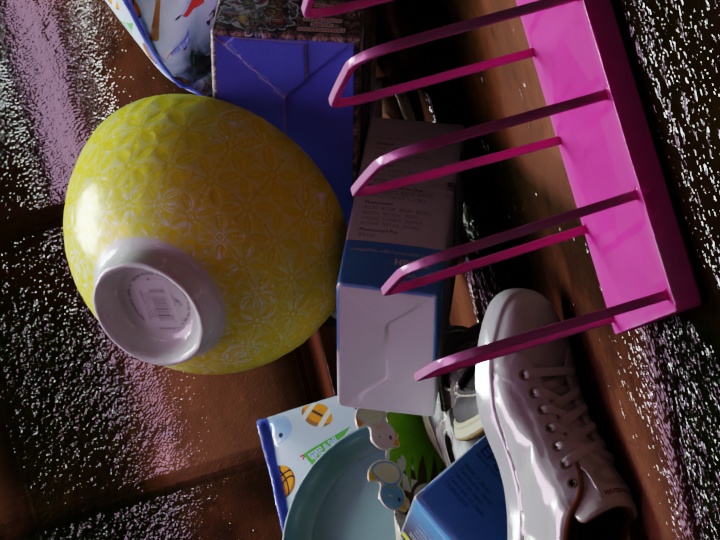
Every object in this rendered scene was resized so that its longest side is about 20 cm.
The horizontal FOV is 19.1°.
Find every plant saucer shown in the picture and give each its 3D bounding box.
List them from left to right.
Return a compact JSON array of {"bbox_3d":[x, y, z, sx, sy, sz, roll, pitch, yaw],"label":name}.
[{"bbox_3d":[0.039,0.211,1.602,0.027,0.198,0.202,32,-141,-71],"label":"plant saucer"}]

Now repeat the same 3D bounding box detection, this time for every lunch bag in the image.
[{"bbox_3d":[-0.152,-0.243,1.597,0.170,0.123,0.201,52,165,54],"label":"lunch bag"},{"bbox_3d":[0.026,0.201,1.692,0.124,0.168,0.202,57,-165,-66],"label":"lunch bag"}]

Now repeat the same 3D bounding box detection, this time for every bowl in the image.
[{"bbox_3d":[-0.116,-0.001,1.384,0.108,0.198,0.202,-59,-35,-49],"label":"bowl"}]

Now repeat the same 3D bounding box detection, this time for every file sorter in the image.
[{"bbox_3d":[0.058,-0.058,0.998,0.139,0.124,0.202,129,125,-82],"label":"file sorter"}]

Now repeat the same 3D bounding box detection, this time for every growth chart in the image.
[{"bbox_3d":[0.067,0.158,1.520,0.018,0.144,0.202,-31,69,47],"label":"growth chart"}]

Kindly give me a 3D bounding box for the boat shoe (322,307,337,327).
[{"bbox_3d":[0.001,0.002,1.526,0.074,0.063,0.201,59,-152,-3],"label":"boat shoe"}]

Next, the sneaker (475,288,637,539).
[{"bbox_3d":[0.122,0.105,1.220,0.084,0.072,0.202,-17,80,51],"label":"sneaker"}]

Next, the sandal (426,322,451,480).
[{"bbox_3d":[0.061,0.125,1.569,0.043,0.076,0.202,-28,69,48],"label":"sandal"}]

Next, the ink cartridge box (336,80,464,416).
[{"bbox_3d":[0.030,-0.019,1.410,0.116,0.066,0.201,89,-171,-46],"label":"ink cartridge box"}]

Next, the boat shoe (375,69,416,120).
[{"bbox_3d":[0.010,-0.084,1.661,0.200,0.067,0.073,88,166,-63],"label":"boat shoe"}]

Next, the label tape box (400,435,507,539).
[{"bbox_3d":[0.097,0.194,1.365,0.143,0.066,0.200,48,170,10],"label":"label tape box"}]

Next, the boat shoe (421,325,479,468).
[{"bbox_3d":[0.092,0.127,1.487,0.065,0.073,0.202,127,130,-63],"label":"boat shoe"}]

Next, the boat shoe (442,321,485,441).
[{"bbox_3d":[0.082,0.067,1.367,0.201,0.071,0.067,108,140,-87],"label":"boat shoe"}]

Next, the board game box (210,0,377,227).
[{"bbox_3d":[-0.042,-0.143,1.459,0.201,0.096,0.161,-83,-5,-53],"label":"board game box"}]
